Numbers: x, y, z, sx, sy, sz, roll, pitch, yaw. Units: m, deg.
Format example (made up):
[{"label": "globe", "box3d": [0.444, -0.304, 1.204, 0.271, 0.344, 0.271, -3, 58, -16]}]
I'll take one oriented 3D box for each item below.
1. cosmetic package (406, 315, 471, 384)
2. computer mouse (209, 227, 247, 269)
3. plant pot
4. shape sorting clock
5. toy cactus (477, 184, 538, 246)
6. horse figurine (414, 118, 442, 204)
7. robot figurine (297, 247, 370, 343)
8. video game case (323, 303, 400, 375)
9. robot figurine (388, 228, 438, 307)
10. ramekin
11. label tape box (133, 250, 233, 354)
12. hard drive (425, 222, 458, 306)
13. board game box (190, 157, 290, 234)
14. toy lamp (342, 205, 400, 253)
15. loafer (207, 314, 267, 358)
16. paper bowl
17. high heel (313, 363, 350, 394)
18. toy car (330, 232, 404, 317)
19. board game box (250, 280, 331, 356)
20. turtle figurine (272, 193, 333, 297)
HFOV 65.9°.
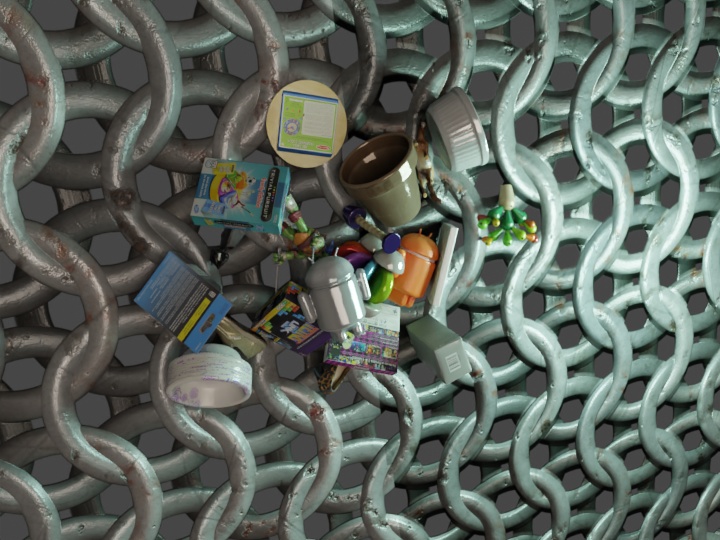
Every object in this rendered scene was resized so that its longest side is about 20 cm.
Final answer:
[{"label": "cosmetic package", "box3d": [0.203, 0.204, 1.472, 0.089, 0.200, 0.108, -25, 111, -8]}, {"label": "computer mouse", "box3d": [-0.295, -0.100, 1.300, 0.053, 0.138, 0.201, 39, 79, -19]}, {"label": "plant pot", "box3d": [0.068, -0.205, 1.357, 0.199, 0.200, 0.176, -37, 126, -6]}, {"label": "shape sorting clock", "box3d": [-0.128, -0.349, 1.331, 0.196, 0.039, 0.204, -4, 104, -17]}, {"label": "toy cactus", "box3d": [0.400, -0.147, 1.521, 0.196, 0.102, 0.169, 2, 83, -14]}, {"label": "horse figurine", "box3d": [0.163, -0.268, 1.406, 0.049, 0.133, 0.203, -12, 115, 10]}, {"label": "robot figurine", "box3d": [-0.056, 0.055, 1.231, 0.167, 0.112, 0.204, -21, 104, -24]}, {"label": "video game case", "box3d": [0.007, 0.164, 1.441, 0.196, 0.036, 0.185, 14, 64, -20]}, {"label": "robot figurine", "box3d": [0.134, -0.008, 1.448, 0.142, 0.117, 0.203, 20, 97, -17]}, {"label": "ramekin", "box3d": [0.232, -0.338, 1.364, 0.093, 0.203, 0.205, -24, 109, 3]}, {"label": "label tape box", "box3d": [-0.401, 0.074, 1.289, 0.199, 0.063, 0.145, 38, 91, 7]}, {"label": "hard drive", "box3d": [0.212, -0.019, 1.459, 0.026, 0.132, 0.204, 13, 99, -2]}, {"label": "board game box", "box3d": [-0.268, -0.170, 1.257, 0.196, 0.047, 0.154, 6, 67, 0]}, {"label": "toy lamp", "box3d": [0.021, -0.105, 1.348, 0.057, 0.200, 0.059, -20, 129, -26]}, {"label": "loafer", "box3d": [-0.323, 0.154, 1.367, 0.199, 0.076, 0.069, 37, 85, -21]}, {"label": "paper bowl", "box3d": [-0.360, 0.249, 1.333, 0.196, 0.106, 0.202, -5, 147, -3]}, {"label": "high heel", "box3d": [-0.029, 0.240, 1.438, 0.199, 0.142, 0.072, -37, 110, -6]}, {"label": "toy car", "box3d": [0.000, 0.000, 1.356, 0.148, 0.200, 0.177, 20, 109, -34]}, {"label": "board game box", "box3d": [-0.154, 0.124, 1.355, 0.164, 0.200, 0.057, 31, 50, -18]}, {"label": "turtle figurine", "box3d": [-0.160, -0.066, 1.323, 0.199, 0.143, 0.195, -41, 101, -23]}]
